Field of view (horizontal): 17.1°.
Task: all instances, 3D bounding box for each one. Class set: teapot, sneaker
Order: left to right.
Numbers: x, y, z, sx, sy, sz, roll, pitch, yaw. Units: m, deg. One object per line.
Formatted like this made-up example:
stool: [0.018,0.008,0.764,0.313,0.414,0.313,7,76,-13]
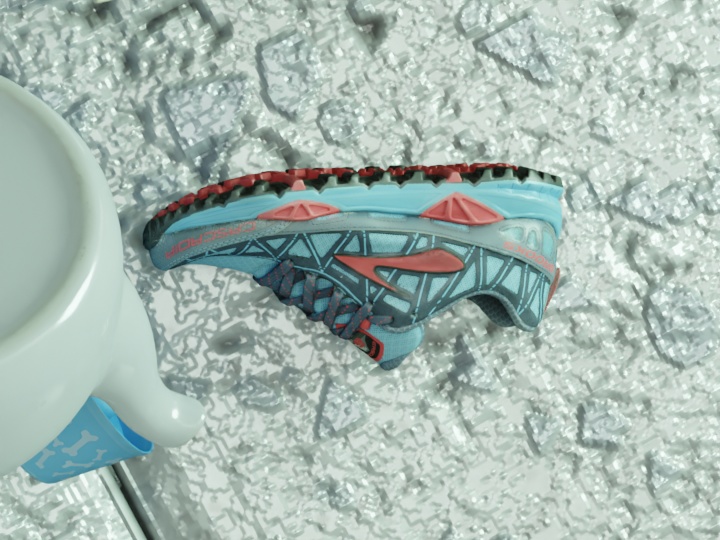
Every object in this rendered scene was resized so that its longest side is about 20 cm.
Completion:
teapot: [-0.191,0.020,0.943,0.197,0.146,0.200,-35,66,-31]
sneaker: [0.000,0.000,1.106,0.199,0.079,0.096,-2,93,-10]

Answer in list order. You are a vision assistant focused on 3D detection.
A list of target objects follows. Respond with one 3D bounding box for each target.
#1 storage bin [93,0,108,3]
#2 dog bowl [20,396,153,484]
storage bin: [-0.104,-0.241,0.988,0.093,0.200,0.199,-12,117,-19]
dog bowl: [-0.164,0.007,1.064,0.049,0.111,0.200,-31,96,5]
